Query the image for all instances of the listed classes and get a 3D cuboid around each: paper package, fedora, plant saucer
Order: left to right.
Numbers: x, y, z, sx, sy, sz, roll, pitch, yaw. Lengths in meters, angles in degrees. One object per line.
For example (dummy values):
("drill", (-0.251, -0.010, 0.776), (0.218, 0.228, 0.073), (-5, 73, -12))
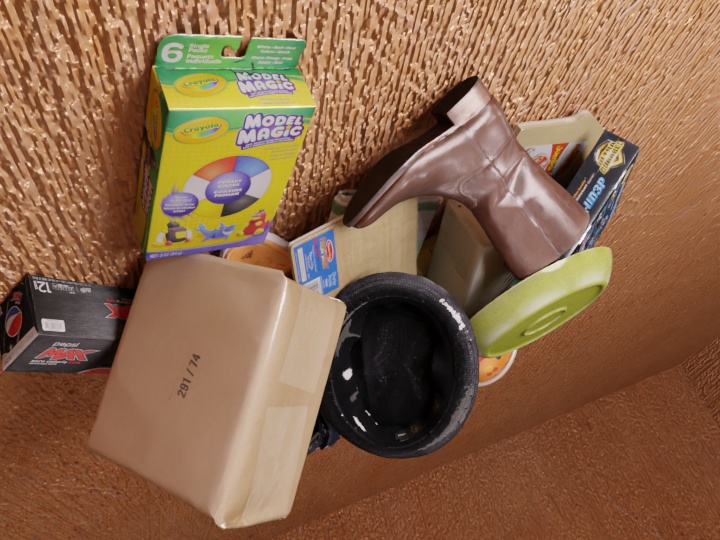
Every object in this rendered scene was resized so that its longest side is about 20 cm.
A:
("paper package", (-0.131, 0.096, 0.589), (0.188, 0.204, 0.103), (11, 170, 33))
("fedora", (0.040, 0.095, 0.706), (0.199, 0.203, 0.092), (-32, -176, 15))
("plant saucer", (0.196, 0.045, 0.714), (0.197, 0.031, 0.201), (-24, 158, -10))

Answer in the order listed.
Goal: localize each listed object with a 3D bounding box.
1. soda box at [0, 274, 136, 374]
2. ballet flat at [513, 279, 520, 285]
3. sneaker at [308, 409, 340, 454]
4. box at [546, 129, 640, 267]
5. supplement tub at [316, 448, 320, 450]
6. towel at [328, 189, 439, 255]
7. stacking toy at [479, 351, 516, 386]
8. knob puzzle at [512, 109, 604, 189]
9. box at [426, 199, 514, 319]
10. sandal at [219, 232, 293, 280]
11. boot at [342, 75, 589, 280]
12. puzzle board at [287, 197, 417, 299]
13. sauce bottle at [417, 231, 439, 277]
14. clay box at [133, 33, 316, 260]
("soda box", (-0.251, 0.061, 0.653), (0.070, 0.064, 0.198), (-37, 152, 25))
("ballet flat", (0.140, 0.010, 0.882), (0.196, 0.072, 0.071), (-21, 155, 1))
("sneaker", (-0.019, 0.163, 0.828), (0.144, 0.078, 0.203), (-16, 157, -39))
("box", (0.256, -0.047, 0.774), (0.160, 0.046, 0.200), (-55, 160, -8))
("supplement tub", (-0.130, 0.201, 0.939), (0.197, 0.142, 0.140), (2, 144, -44))
("towel", (0.000, 0.000, 0.723), (0.147, 0.031, 0.203), (-7, 129, -40))
("stacking toy", (0.145, 0.094, 1.019), (0.145, 0.148, 0.198), (-37, 141, 25))
("knob puzzle", (0.211, -0.115, 0.775), (0.216, 0.031, 0.221), (-23, 150, -14))
("box", (0.126, 0.011, 0.757), (0.067, 0.083, 0.202), (-15, 142, -21))
("sandal", (-0.081, 0.015, 0.726), (0.079, 0.060, 0.206), (-34, 154, 18))
("boot", (0.106, -0.047, 0.619), (0.186, 0.064, 0.200), (-42, 113, 7))
("puzzle board", (-0.003, 0.011, 0.693), (0.149, 0.017, 0.202), (-28, 140, -21))
("sauce bottle", (0.049, 0.010, 0.828), (0.197, 0.066, 0.065), (-25, 155, -2))
("clay box", (-0.111, -0.090, 0.512), (0.113, 0.048, 0.201), (-11, 152, -30))
